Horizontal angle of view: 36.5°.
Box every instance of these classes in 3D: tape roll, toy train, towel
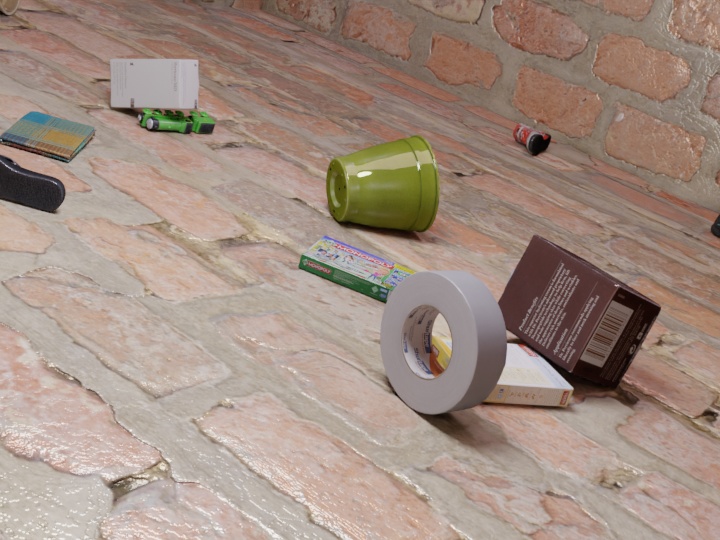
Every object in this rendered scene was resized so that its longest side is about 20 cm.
[{"bbox_3d":[0.117,0.102,1.570,0.065,0.203,0.200,-2,28,-41],"label":"tape roll"},{"bbox_3d":[-0.416,-0.337,2.488,0.198,0.042,0.056,-6,41,-46],"label":"toy train"},{"bbox_3d":[-0.619,-0.267,2.170,0.144,0.022,0.201,15,23,-5],"label":"towel"}]

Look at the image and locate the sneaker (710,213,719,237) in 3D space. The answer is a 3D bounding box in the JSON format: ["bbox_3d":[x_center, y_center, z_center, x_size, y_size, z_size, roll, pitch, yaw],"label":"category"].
[{"bbox_3d":[1.045,-0.108,3.039,0.074,0.080,0.200,9,23,-21],"label":"sneaker"}]

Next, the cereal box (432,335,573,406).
[{"bbox_3d":[0.221,0.161,1.737,0.197,0.040,0.144,8,22,-26],"label":"cereal box"}]

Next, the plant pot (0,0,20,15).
[{"bbox_3d":[-1.049,-0.814,3.002,0.180,0.204,0.201,6,20,3],"label":"plant pot"}]

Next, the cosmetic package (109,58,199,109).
[{"bbox_3d":[-0.466,-0.422,2.473,0.197,0.115,0.081,3,8,28],"label":"cosmetic package"}]

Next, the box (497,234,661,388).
[{"bbox_3d":[0.365,0.070,1.856,0.163,0.168,0.199,19,13,-46],"label":"box"}]

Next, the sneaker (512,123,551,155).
[{"bbox_3d":[0.517,-0.410,3.396,0.107,0.068,0.201,24,18,19],"label":"sneaker"}]

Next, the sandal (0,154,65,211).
[{"bbox_3d":[-0.594,-0.156,1.840,0.198,0.077,0.043,25,20,-10],"label":"sandal"}]

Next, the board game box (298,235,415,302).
[{"bbox_3d":[0.000,0.000,1.982,0.197,0.030,0.135,22,22,10],"label":"board game box"}]

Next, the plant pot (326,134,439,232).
[{"bbox_3d":[0.035,-0.173,2.256,0.190,0.204,0.201,-5,28,-21],"label":"plant pot"}]
